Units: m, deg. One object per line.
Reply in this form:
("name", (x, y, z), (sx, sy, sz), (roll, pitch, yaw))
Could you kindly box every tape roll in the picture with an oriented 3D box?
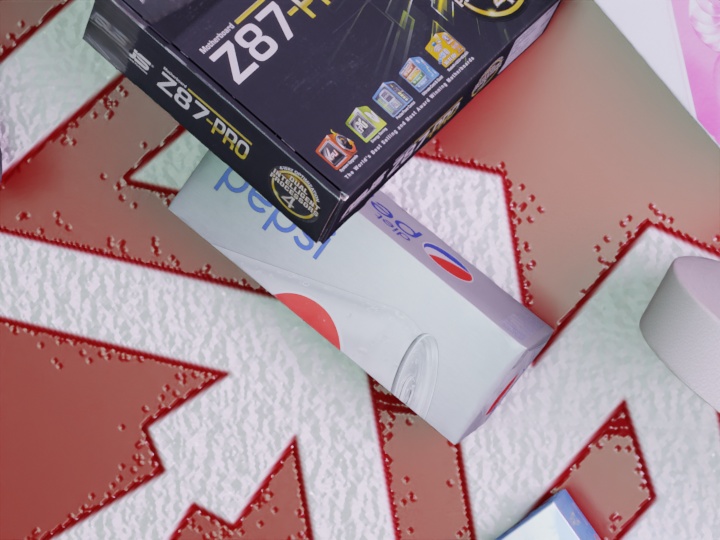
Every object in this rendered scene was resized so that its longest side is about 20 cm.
("tape roll", (0.228, 0.059, 1.368), (0.202, 0.203, 0.037), (32, 105, 9))

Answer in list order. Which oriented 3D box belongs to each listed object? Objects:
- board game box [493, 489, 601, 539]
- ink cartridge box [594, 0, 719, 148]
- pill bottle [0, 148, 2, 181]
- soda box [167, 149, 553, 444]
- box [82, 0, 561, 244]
("board game box", (0.073, 0.236, 1.520), (0.200, 0.037, 0.152), (-38, 86, 16))
("ink cartridge box", (0.232, -0.137, 1.352), (0.196, 0.043, 0.200), (-43, 84, 22))
("pill bottle", (-0.301, -0.047, 1.549), (0.199, 0.112, 0.113), (-18, 92, 17))
("soda box", (0.000, 0.000, 1.494), (0.200, 0.063, 0.068), (40, 106, 8))
("box", (-0.015, -0.129, 1.422), (0.161, 0.200, 0.049), (41, 145, 9))
